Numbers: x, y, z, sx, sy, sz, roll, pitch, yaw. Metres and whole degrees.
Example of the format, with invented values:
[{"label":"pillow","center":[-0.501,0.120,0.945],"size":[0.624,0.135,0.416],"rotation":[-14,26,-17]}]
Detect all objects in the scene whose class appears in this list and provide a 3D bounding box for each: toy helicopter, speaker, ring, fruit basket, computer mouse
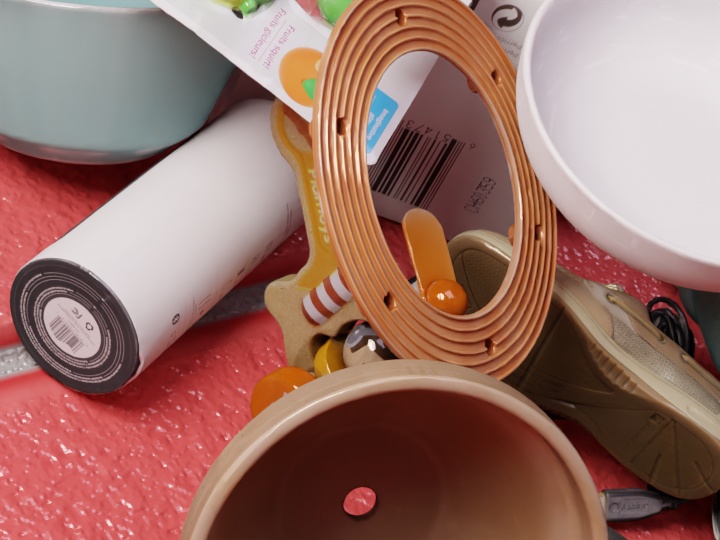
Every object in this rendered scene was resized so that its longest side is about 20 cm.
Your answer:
[{"label":"toy helicopter","center":[0.000,0.000,1.007],"size":[0.079,0.132,0.200],"rotation":[-26,108,-45]},{"label":"speaker","center":[-0.096,-0.017,1.054],"size":[0.081,0.081,0.200],"rotation":[38,42,6]},{"label":"ring","center":[0.036,-0.041,0.954],"size":[0.200,0.019,0.201],"rotation":[18,67,-50]},{"label":"fruit basket","center":[-0.031,-0.178,0.979],"size":[0.200,0.094,0.185],"rotation":[34,58,-5]},{"label":"computer mouse","center":[0.104,0.078,1.124],"size":[0.200,0.046,0.141],"rotation":[7,63,-24]}]

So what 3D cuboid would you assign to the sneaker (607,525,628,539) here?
[{"label":"sneaker","center":[0.192,0.184,1.015],"size":[0.200,0.116,0.075],"rotation":[48,43,16]}]

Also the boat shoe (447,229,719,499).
[{"label":"boat shoe","center":[0.128,0.042,1.087],"size":[0.200,0.072,0.065],"rotation":[38,41,-3]}]

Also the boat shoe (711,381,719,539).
[{"label":"boat shoe","center":[0.226,0.129,1.134],"size":[0.072,0.068,0.200],"rotation":[16,28,-6]}]

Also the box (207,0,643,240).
[{"label":"box","center":[0.036,-0.143,1.165],"size":[0.199,0.200,0.131],"rotation":[19,43,-12]}]

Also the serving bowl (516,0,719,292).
[{"label":"serving bowl","center":[0.168,-0.067,1.017],"size":[0.200,0.066,0.200],"rotation":[9,55,-13]}]

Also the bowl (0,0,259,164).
[{"label":"bowl","center":[-0.152,-0.128,1.079],"size":[0.200,0.105,0.201],"rotation":[7,26,-4]}]

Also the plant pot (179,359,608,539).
[{"label":"plant pot","center":[0.008,0.127,0.925],"size":[0.201,0.201,0.093],"rotation":[16,14,-18]}]

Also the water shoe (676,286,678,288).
[{"label":"water shoe","center":[0.256,-0.003,1.263],"size":[0.071,0.079,0.200],"rotation":[-22,65,-44]}]

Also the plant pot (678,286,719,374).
[{"label":"plant pot","center":[0.268,0.005,1.128],"size":[0.200,0.201,0.134],"rotation":[-9,27,-38]}]
